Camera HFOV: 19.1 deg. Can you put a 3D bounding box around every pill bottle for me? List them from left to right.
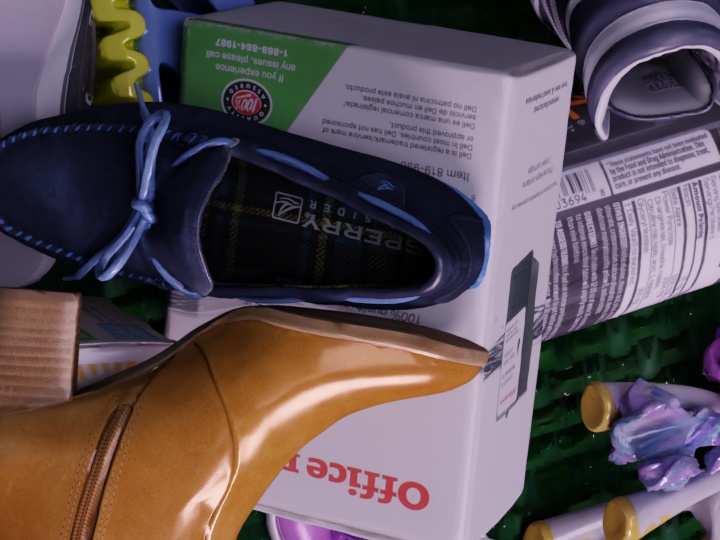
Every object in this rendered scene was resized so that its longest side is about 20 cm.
[{"bbox_3d":[0.114,-0.032,0.991,0.200,0.106,0.106,-17,106,-21],"label":"pill bottle"}]

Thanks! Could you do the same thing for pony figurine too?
[{"bbox_3d":[0.196,0.084,1.042,0.200,0.167,0.193,-7,134,-27],"label":"pony figurine"}]

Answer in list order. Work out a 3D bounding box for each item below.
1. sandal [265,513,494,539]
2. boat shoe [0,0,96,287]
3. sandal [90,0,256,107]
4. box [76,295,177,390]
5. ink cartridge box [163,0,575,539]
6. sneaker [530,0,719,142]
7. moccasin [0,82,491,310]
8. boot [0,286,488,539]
[{"bbox_3d":[0.041,0.154,1.022,0.203,0.050,0.082,43,81,-24],"label":"sandal"},{"bbox_3d":[-0.139,-0.090,0.867,0.069,0.057,0.200,14,119,12],"label":"boat shoe"},{"bbox_3d":[-0.080,-0.103,0.908,0.087,0.079,0.200,-10,105,-26],"label":"sandal"},{"bbox_3d":[-0.140,0.118,0.899,0.101,0.112,0.200,-2,99,-23],"label":"box"},{"bbox_3d":[0.000,0.000,0.885,0.083,0.146,0.200,-27,126,-63],"label":"ink cartridge box"},{"bbox_3d":[0.118,-0.100,0.928,0.070,0.200,0.109,-16,75,2],"label":"sneaker"},{"bbox_3d":[-0.052,-0.028,0.802,0.200,0.068,0.081,4,99,13],"label":"moccasin"},{"bbox_3d":[-0.056,0.084,0.811,0.201,0.071,0.144,4,91,1],"label":"boot"}]
